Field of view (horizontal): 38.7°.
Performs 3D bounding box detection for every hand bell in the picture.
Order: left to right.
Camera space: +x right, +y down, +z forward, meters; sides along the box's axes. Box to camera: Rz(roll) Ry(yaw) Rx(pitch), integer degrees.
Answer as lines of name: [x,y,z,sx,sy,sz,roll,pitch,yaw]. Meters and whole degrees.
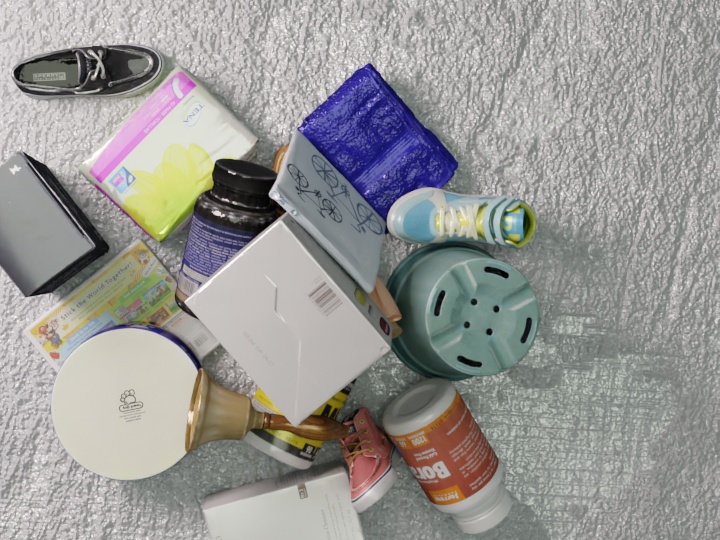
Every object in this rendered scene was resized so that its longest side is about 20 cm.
hand bell: [-0.112,0.189,1.287,0.200,0.104,0.104,11,88,-15]

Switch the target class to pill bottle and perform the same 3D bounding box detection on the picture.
pill bottle: [-0.170,-0.039,1.339,0.112,0.112,0.200,14,107,-7]
pill bottle: [-0.072,0.153,1.376,0.114,0.114,0.200,28,87,-7]
pill bottle: [0.123,0.255,1.395,0.112,0.112,0.200,-34,105,-6]

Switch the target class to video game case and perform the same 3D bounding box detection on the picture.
video game case: [-0.319,0.088,1.391,0.200,0.023,0.182,-39,95,-5]

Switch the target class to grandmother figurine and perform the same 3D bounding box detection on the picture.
grandmother figurine: [0.000,0.000,1.382,0.060,0.121,0.200,-25,62,9]

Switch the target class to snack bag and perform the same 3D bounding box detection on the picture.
snack bag: [-0.036,-0.073,1.307,0.021,0.200,0.189,-36,111,23]

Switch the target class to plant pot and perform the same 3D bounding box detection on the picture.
plant pot: [0.139,0.058,1.364,0.200,0.196,0.201,0,90,-7]

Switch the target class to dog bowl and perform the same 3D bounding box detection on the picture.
dog bowl: [-0.299,0.170,1.343,0.200,0.079,0.201,0,90,-7]

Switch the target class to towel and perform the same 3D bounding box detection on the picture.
towel: [0.026,-0.167,1.409,0.148,0.050,0.200,-45,104,-6]

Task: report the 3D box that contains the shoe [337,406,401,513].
shoe: [0.000,0.244,1.348,0.071,0.200,0.091,-39,91,11]

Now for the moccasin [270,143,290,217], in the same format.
moccasin: [-0.091,-0.072,1.392,0.073,0.078,0.202,8,89,-7]

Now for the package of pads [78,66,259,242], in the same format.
package of pads: [-0.251,-0.152,1.376,0.154,0.068,0.200,43,85,-5]

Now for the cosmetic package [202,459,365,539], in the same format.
cosmetic package: [-0.105,0.340,1.388,0.200,0.081,0.113,-16,94,-8]

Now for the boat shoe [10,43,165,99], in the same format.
boat shoe: [-0.361,-0.268,1.362,0.200,0.068,0.072,-5,91,-8]

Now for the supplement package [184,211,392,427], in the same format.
supplement package: [-0.081,0.053,1.243,0.156,0.111,0.200,-39,97,9]

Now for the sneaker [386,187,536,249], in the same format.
sneaker: [0.145,-0.069,1.371,0.200,0.131,0.080,-6,101,-27]

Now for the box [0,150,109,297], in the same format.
box: [-0.408,-0.055,1.289,0.104,0.200,0.148,-37,94,-6]
